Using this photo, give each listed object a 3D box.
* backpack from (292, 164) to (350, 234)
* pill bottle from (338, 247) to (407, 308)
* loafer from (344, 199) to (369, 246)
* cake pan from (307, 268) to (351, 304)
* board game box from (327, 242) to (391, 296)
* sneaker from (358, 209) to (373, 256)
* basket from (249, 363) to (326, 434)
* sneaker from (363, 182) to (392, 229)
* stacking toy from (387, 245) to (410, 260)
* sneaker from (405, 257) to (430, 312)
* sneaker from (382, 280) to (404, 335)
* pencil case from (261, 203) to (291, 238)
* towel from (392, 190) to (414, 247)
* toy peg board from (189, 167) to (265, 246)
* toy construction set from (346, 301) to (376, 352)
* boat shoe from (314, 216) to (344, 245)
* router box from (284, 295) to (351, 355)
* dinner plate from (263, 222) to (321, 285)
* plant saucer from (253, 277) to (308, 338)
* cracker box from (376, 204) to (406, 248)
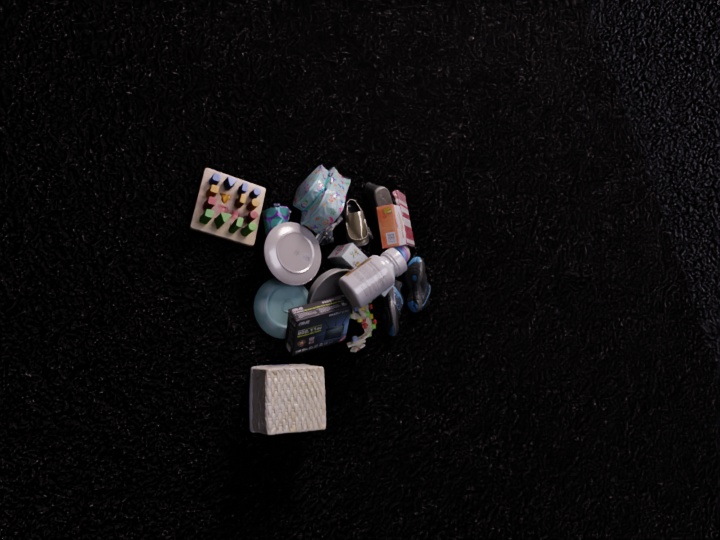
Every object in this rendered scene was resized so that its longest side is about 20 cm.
[{"bbox_3d":[-0.126,-0.225,1.685,0.151,0.178,0.200,29,42,-28],"label":"backpack"},{"bbox_3d":[0.042,0.019,1.630,0.200,0.114,0.114,-35,99,-17],"label":"pill bottle"},{"bbox_3d":[-0.021,-0.160,1.739,0.075,0.070,0.200,-14,49,-5],"label":"loafer"},{"bbox_3d":[-0.091,0.076,1.696,0.200,0.037,0.200,-25,135,-29],"label":"cake pan"},{"bbox_3d":[0.000,0.000,1.754,0.200,0.148,0.064,42,75,-17],"label":"board game box"},{"bbox_3d":[0.006,-0.133,1.818,0.066,0.090,0.200,1,80,-30],"label":"sneaker"},{"bbox_3d":[-0.215,0.378,1.561,0.198,0.161,0.200,3,77,-28],"label":"basket"},{"bbox_3d":[0.074,-0.221,1.889,0.075,0.106,0.200,-21,121,-16],"label":"sneaker"},{"bbox_3d":[0.111,-0.034,1.807,0.085,0.085,0.200,60,24,-7],"label":"stacking toy"},{"bbox_3d":[0.211,0.047,1.894,0.082,0.073,0.200,-13,111,-40],"label":"sneaker"},{"bbox_3d":[0.122,0.128,1.845,0.082,0.073,0.200,0,81,-30],"label":"sneaker"},{"bbox_3d":[-0.253,-0.108,1.671,0.092,0.085,0.200,-11,86,-3],"label":"pencil case"},{"bbox_3d":[0.159,-0.186,1.908,0.144,0.023,0.200,3,76,-73],"label":"towel"},{"bbox_3d":[-0.391,-0.202,1.605,0.200,0.098,0.199,17,73,-26],"label":"toy peg board"},{"bbox_3d":[0.005,0.171,1.735,0.092,0.131,0.200,5,118,6],"label":"toy construction set"},{"bbox_3d":[-0.114,-0.121,1.758,0.066,0.074,0.199,37,55,-13],"label":"boat shoe"},{"bbox_3d":[-0.133,0.172,1.650,0.200,0.062,0.150,-14,132,-30],"label":"router box"},{"bbox_3d":[-0.204,-0.054,1.630,0.200,0.024,0.200,7,79,-36],"label":"dinner plate"},{"bbox_3d":[-0.238,0.115,1.668,0.200,0.036,0.200,6,78,-28],"label":"plant saucer"},{"bbox_3d":[0.106,-0.146,1.739,0.058,0.200,0.134,-9,93,13],"label":"cracker box"}]
